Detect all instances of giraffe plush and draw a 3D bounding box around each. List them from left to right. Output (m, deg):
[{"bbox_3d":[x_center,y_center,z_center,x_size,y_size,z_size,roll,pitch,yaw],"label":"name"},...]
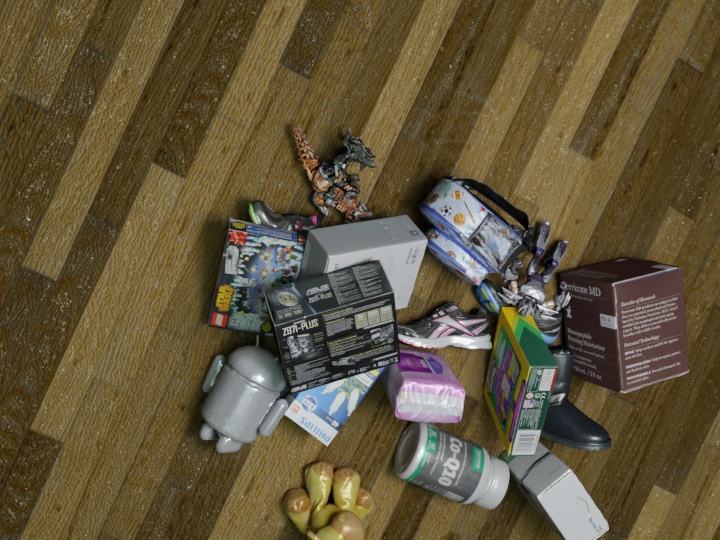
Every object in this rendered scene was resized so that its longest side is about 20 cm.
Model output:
[{"bbox_3d":[-0.053,0.468,1.597,0.170,0.162,0.203,20,93,-15],"label":"giraffe plush"}]

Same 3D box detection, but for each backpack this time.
[{"bbox_3d":[0.187,-0.073,1.570,0.154,0.200,0.191,-43,92,-4],"label":"backpack"}]

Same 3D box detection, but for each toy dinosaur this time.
[{"bbox_3d":[-0.043,-0.169,1.548,0.135,0.103,0.200,-39,127,12],"label":"toy dinosaur"}]

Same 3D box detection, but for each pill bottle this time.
[{"bbox_3d":[0.171,0.366,1.658,0.197,0.113,0.115,24,93,-15],"label":"pill bottle"}]

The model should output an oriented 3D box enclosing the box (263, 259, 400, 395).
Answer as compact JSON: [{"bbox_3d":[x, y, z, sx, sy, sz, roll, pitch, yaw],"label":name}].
[{"bbox_3d":[-0.043,0.093,1.445,0.196,0.087,0.166,-16,132,-8],"label":"box"}]

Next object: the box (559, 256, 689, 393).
[{"bbox_3d":[0.488,0.096,1.650,0.161,0.165,0.204,-12,101,-21],"label":"box"}]

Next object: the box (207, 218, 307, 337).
[{"bbox_3d":[-0.179,0.017,1.526,0.134,0.040,0.203,10,121,-13],"label":"box"}]

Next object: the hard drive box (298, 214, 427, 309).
[{"bbox_3d":[0.000,0.000,1.522,0.197,0.077,0.158,-10,132,-31],"label":"hard drive box"}]

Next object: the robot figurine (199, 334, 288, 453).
[{"bbox_3d":[-0.203,0.217,1.551,0.168,0.113,0.202,30,93,20],"label":"robot figurine"}]

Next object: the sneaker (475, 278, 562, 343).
[{"bbox_3d":[0.298,0.064,1.669,0.197,0.071,0.084,28,87,-20],"label":"sneaker"}]

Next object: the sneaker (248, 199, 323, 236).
[{"bbox_3d":[-0.108,-0.074,1.546,0.198,0.077,0.084,30,112,-25],"label":"sneaker"}]

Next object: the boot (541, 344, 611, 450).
[{"bbox_3d":[0.379,0.231,1.657,0.076,0.198,0.172,-8,106,-51],"label":"boot"}]

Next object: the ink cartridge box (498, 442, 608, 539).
[{"bbox_3d":[0.357,0.412,1.661,0.083,0.200,0.148,-37,104,-4],"label":"ink cartridge box"}]

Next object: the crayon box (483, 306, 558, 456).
[{"bbox_3d":[0.283,0.197,1.594,0.057,0.174,0.203,1,123,-10],"label":"crayon box"}]

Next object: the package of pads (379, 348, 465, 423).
[{"bbox_3d":[0.104,0.202,1.575,0.118,0.200,0.077,9,102,-10],"label":"package of pads"}]

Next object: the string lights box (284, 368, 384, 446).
[{"bbox_3d":[-0.041,0.193,1.568,0.102,0.059,0.201,37,88,-15],"label":"string lights box"}]

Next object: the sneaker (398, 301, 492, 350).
[{"bbox_3d":[0.149,0.100,1.643,0.196,0.080,0.088,4,86,-21],"label":"sneaker"}]

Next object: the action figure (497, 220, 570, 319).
[{"bbox_3d":[0.322,0.010,1.615,0.129,0.070,0.202,31,52,-4],"label":"action figure"}]

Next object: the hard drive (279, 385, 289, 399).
[{"bbox_3d":[-0.070,0.175,1.612,0.134,0.042,0.202,32,90,-15],"label":"hard drive"}]
